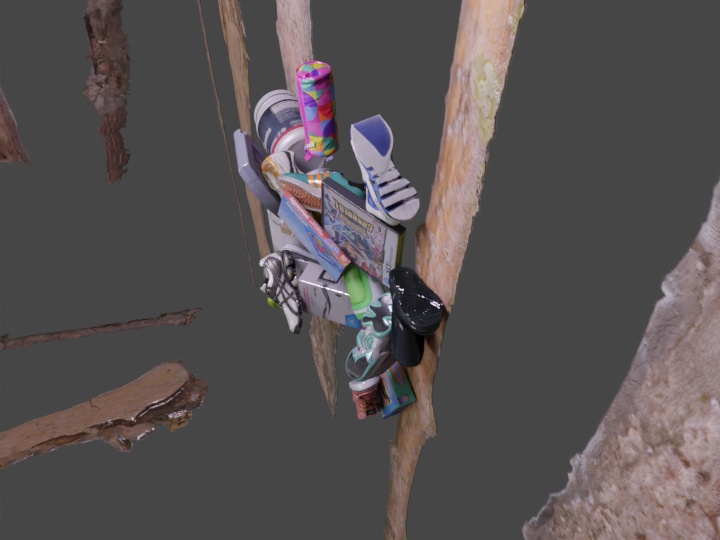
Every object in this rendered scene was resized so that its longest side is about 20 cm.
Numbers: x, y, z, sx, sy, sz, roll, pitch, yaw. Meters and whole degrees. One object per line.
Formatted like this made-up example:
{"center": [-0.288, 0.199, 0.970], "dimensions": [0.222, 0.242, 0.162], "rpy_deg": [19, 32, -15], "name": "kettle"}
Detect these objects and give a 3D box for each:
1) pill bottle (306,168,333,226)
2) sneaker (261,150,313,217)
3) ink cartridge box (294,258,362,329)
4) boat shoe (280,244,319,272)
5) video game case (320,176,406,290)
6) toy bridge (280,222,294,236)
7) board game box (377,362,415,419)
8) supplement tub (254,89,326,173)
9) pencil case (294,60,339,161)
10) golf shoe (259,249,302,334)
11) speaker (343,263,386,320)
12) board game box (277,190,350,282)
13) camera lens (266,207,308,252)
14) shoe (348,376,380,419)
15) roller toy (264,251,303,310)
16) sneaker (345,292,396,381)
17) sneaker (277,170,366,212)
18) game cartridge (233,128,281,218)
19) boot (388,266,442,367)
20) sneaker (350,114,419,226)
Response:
{"center": [-0.081, -0.123, 1.642], "dimensions": [0.112, 0.110, 0.204], "rpy_deg": [133, 119, -73], "name": "pill bottle"}
{"center": [-0.136, -0.172, 1.566], "dimensions": [0.075, 0.087, 0.203], "rpy_deg": [-9, 111, 48], "name": "sneaker"}
{"center": [-0.080, 0.056, 1.698], "dimensions": [0.196, 0.067, 0.117], "rpy_deg": [15, 138, 17], "name": "ink cartridge box"}
{"center": [-0.115, 0.000, 1.767], "dimensions": [0.070, 0.197, 0.067], "rpy_deg": [-59, 7, 46], "name": "boat shoe"}
{"center": [0.001, -0.070, 1.404], "dimensions": [0.198, 0.025, 0.182], "rpy_deg": [35, 149, 21], "name": "video game case"}
{"center": [-0.129, -0.161, 1.723], "dimensions": [0.027, 0.066, 0.203], "rpy_deg": [93, -164, -57], "name": "toy bridge"}
{"center": [0.064, 0.258, 1.671], "dimensions": [0.200, 0.044, 0.155], "rpy_deg": [115, 136, -69], "name": "board game box"}
{"center": [-0.167, -0.322, 1.677], "dimensions": [0.142, 0.138, 0.201], "rpy_deg": [89, 158, -47], "name": "supplement tub"}
{"center": [-0.091, -0.336, 1.499], "dimensions": [0.089, 0.087, 0.203], "rpy_deg": [-126, 24, -49], "name": "pencil case"}
{"center": [-0.191, 0.057, 1.695], "dimensions": [0.078, 0.092, 0.205], "rpy_deg": [-170, 69, -81], "name": "golf shoe"}
{"center": [0.000, 0.000, 1.540], "dimensions": [0.088, 0.087, 0.204], "rpy_deg": [170, 82, -75], "name": "speaker"}
{"center": [-0.101, -0.071, 1.503], "dimensions": [0.201, 0.019, 0.103], "rpy_deg": [49, 158, 6], "name": "board game box"}
{"center": [-0.156, -0.112, 1.837], "dimensions": [0.203, 0.157, 0.161], "rpy_deg": [87, 159, -44], "name": "camera lens"}
{"center": [0.019, 0.299, 1.672], "dimensions": [0.200, 0.070, 0.093], "rpy_deg": [127, 123, -78], "name": "shoe"}
{"center": [-0.173, 0.011, 1.999], "dimensions": [0.141, 0.196, 0.184], "rpy_deg": [63, 152, 28], "name": "roller toy"}
{"center": [0.055, 0.138, 1.488], "dimensions": [0.077, 0.139, 0.203], "rpy_deg": [37, 106, 31], "name": "sneaker"}
{"center": [-0.077, -0.171, 1.477], "dimensions": [0.197, 0.081, 0.072], "rpy_deg": [20, 147, 19], "name": "sneaker"}
{"center": [-0.221, -0.211, 1.600], "dimensions": [0.200, 0.040, 0.135], "rpy_deg": [51, -163, -52], "name": "game cartridge"}
{"center": [0.100, 0.111, 1.305], "dimensions": [0.201, 0.075, 0.171], "rpy_deg": [-119, 21, -59], "name": "boot"}
{"center": [0.030, -0.161, 1.256], "dimensions": [0.115, 0.079, 0.203], "rpy_deg": [125, 125, -69], "name": "sneaker"}
